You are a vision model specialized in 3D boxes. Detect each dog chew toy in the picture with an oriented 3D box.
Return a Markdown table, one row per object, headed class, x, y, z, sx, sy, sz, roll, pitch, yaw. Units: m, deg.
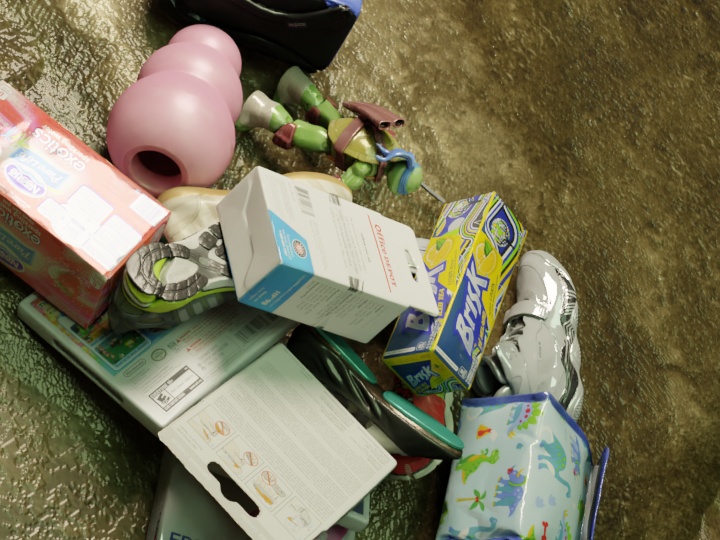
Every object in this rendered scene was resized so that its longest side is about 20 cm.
| class | x | y | z | sx | sy | sz | roll | pitch | yaw |
| --- | --- | --- | --- | --- | --- | --- | --- | --- | --- |
| dog chew toy | -0.171 | -0.164 | 1.687 | 0.124 | 0.124 | 0.201 | 32 | 46 | -17 |

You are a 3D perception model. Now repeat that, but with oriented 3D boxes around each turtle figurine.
| class | x | y | z | sx | sy | sz | roll | pitch | yaw |
| --- | --- | --- | --- | --- | --- | --- | --- | --- | --- |
| turtle figurine | -0.029 | -0.106 | 1.778 | 0.194 | 0.200 | 0.144 | 37 | 79 | 15 |

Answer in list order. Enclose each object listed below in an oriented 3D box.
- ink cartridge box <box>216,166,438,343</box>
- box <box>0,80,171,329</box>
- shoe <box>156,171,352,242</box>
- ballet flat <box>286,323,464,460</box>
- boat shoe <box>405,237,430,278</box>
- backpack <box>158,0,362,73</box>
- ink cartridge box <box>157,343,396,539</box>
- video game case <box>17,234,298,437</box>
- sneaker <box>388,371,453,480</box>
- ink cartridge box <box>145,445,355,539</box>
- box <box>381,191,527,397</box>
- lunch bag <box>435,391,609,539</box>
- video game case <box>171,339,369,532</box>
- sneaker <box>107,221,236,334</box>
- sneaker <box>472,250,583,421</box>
| class | x | y | z | sx | sy | sz | roll | pitch | yaw |
| --- | --- | --- | --- | --- | --- | --- | --- | --- | --- |
| ink cartridge box | -0.029 | -0.007 | 1.601 | 0.199 | 0.067 | 0.116 | 20 | 41 | -39 |
| box | -0.284 | -0.058 | 1.548 | 0.200 | 0.095 | 0.103 | 37 | 51 | 3 |
| shoe | -0.098 | -0.050 | 1.654 | 0.199 | 0.070 | 0.054 | -6 | 50 | -22 |
| ballet flat | 0.007 | 0.129 | 1.635 | 0.200 | 0.069 | 0.068 | 41 | 10 | 14 |
| boat shoe | 0.000 | 0.000 | 1.719 | 0.198 | 0.074 | 0.067 | -2 | 41 | -17 |
| backpack | -0.104 | -0.312 | 1.770 | 0.199 | 0.163 | 0.169 | 14 | 63 | -12 |
| ink cartridge box | -0.079 | 0.169 | 1.537 | 0.161 | 0.050 | 0.200 | 46 | 40 | 7 |
| video game case | -0.184 | 0.040 | 1.599 | 0.182 | 0.024 | 0.200 | 38 | 49 | 15 |
| sneaker | 0.051 | 0.117 | 1.708 | 0.201 | 0.076 | 0.085 | -75 | 148 | -42 |
| ink cartridge box | -0.093 | 0.208 | 1.606 | 0.195 | 0.043 | 0.201 | 22 | 59 | -23 |
| box | 0.093 | 0.023 | 1.681 | 0.064 | 0.070 | 0.201 | 46 | 51 | -31 |
| lunch bag | 0.176 | 0.242 | 1.716 | 0.200 | 0.127 | 0.171 | 49 | 46 | -43 |
| video game case | -0.078 | 0.137 | 1.626 | 0.199 | 0.022 | 0.183 | 26 | 38 | -20 |
| sneaker | -0.155 | 0.010 | 1.570 | 0.199 | 0.081 | 0.074 | -10 | 65 | -50 |
| sneaker | 0.169 | 0.069 | 1.822 | 0.114 | 0.075 | 0.201 | 8 | 67 | -33 |
